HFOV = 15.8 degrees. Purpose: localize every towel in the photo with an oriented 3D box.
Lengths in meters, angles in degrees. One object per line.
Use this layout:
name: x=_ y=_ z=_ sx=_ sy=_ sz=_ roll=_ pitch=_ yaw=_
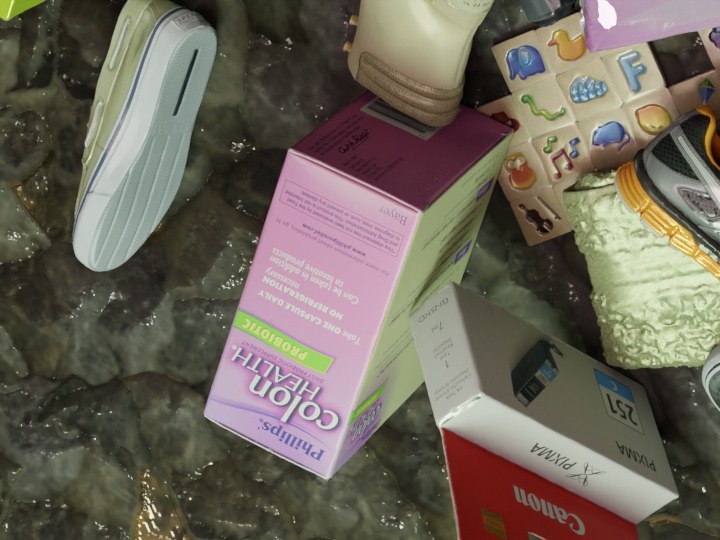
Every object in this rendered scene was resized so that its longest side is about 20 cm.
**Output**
towel: x=0.238 y=-0.008 z=1.666 sx=0.198 sy=0.037 sz=0.149 roll=-8 pitch=112 yaw=20

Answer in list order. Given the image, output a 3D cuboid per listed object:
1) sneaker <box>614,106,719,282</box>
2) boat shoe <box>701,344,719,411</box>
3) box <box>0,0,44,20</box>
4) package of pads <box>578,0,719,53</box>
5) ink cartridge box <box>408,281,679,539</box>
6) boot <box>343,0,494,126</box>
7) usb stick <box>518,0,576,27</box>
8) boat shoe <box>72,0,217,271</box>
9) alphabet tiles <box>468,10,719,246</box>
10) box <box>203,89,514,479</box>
sneaker: x=0.253 y=-0.020 z=1.594 sx=0.199 sy=0.078 sz=0.077 roll=36 pitch=111 yaw=-4
boat shoe: x=0.300 y=0.122 z=1.661 sx=0.199 sy=0.071 sz=0.072 roll=36 pitch=132 yaw=-4
box: x=-0.185 y=-0.268 z=1.676 sx=0.047 sy=0.122 sz=0.201 roll=30 pitch=117 yaw=8
package of pads: x=0.215 y=-0.211 z=1.545 sx=0.198 sy=0.076 sz=0.121 roll=-11 pitch=115 yaw=12
ink cartridge box: x=0.125 y=0.119 z=1.635 sx=0.045 sy=0.177 sz=0.199 roll=-37 pitch=135 yaw=28
boot: x=0.014 y=-0.204 z=1.652 sx=0.200 sy=0.072 sz=0.156 roll=49 pitch=146 yaw=26
usb stick: x=0.078 y=-0.244 z=1.631 sx=0.032 sy=0.055 sz=0.201 roll=-29 pitch=99 yaw=-3
boat shoe: x=-0.155 y=-0.095 z=1.771 sx=0.062 sy=0.072 sz=0.201 roll=38 pitch=116 yaw=30
alphabet tiles: x=0.176 y=-0.092 z=1.679 sx=0.199 sy=0.008 sz=0.168 roll=-20 pitch=102 yaw=25
box: x=0.000 y=0.000 z=1.678 sx=0.096 sy=0.176 sz=0.201 roll=25 pitch=118 yaw=13
